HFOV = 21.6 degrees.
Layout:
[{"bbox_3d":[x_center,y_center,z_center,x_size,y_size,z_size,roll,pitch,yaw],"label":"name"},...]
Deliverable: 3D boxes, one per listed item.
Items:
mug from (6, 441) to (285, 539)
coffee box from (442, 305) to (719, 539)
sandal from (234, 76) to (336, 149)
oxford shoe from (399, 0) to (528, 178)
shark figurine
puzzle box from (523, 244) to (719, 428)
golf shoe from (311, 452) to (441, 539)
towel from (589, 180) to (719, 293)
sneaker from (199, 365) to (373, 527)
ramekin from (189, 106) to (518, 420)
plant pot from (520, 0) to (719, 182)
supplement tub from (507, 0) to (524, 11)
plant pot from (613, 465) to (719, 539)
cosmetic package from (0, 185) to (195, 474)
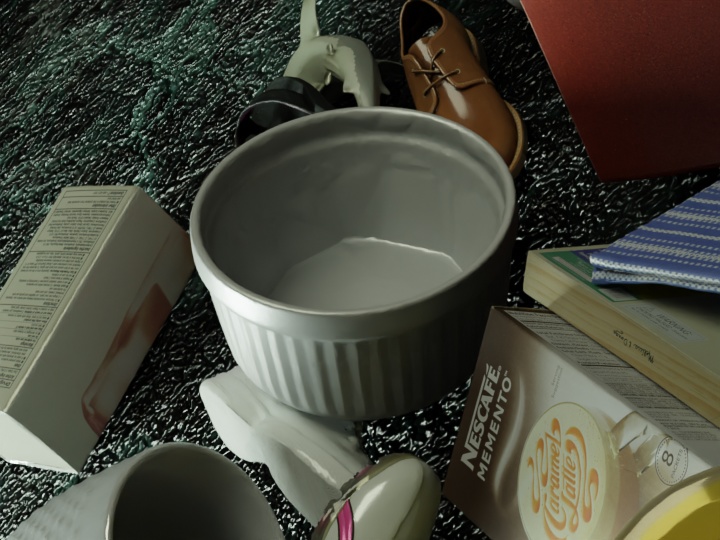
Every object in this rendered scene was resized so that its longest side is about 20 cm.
[{"bbox_3d":[-0.144,0.224,1.123,0.175,0.147,0.202,-27,68,37],"label":"mug"},{"bbox_3d":[0.132,0.109,0.948,0.200,0.079,0.116,37,117,55],"label":"coffee box"},{"bbox_3d":[-0.053,-0.097,1.326,0.200,0.048,0.076,-152,72,-67],"label":"sandal"},{"bbox_3d":[0.060,-0.120,1.302,0.071,0.071,0.201,-35,38,12],"label":"oxford shoe"},{"bbox_3d":[0.005,-0.135,1.373,0.214,0.089,0.129,-139,59,-63],"label":"shark figurine"},{"bbox_3d":[0.190,0.030,0.979,0.200,0.132,0.026,39,128,56],"label":"puzzle box"},{"bbox_3d":[0.003,0.200,1.044,0.092,0.072,0.201,16,77,45],"label":"golf shoe"},{"bbox_3d":[0.233,-0.026,0.987,0.199,0.024,0.144,-28,24,-37],"label":"towel"},{"bbox_3d":[-0.022,0.098,1.177,0.088,0.076,0.200,-29,36,-19],"label":"sneaker"},{"bbox_3d":[0.000,0.000,1.156,0.198,0.106,0.201,-5,39,4],"label":"ramekin"},{"bbox_3d":[0.216,-0.178,1.040,0.175,0.201,0.201,7,56,33],"label":"plant pot"},{"bbox_3d":[0.144,-0.284,1.315,0.140,0.140,0.201,-27,39,25],"label":"supplement tub"},{"bbox_3d":[0.188,0.179,0.766,0.200,0.189,0.202,-28,38,24],"label":"plant pot"},{"bbox_3d":[-0.215,0.041,1.408,0.103,0.087,0.201,4,57,46],"label":"cosmetic package"}]
